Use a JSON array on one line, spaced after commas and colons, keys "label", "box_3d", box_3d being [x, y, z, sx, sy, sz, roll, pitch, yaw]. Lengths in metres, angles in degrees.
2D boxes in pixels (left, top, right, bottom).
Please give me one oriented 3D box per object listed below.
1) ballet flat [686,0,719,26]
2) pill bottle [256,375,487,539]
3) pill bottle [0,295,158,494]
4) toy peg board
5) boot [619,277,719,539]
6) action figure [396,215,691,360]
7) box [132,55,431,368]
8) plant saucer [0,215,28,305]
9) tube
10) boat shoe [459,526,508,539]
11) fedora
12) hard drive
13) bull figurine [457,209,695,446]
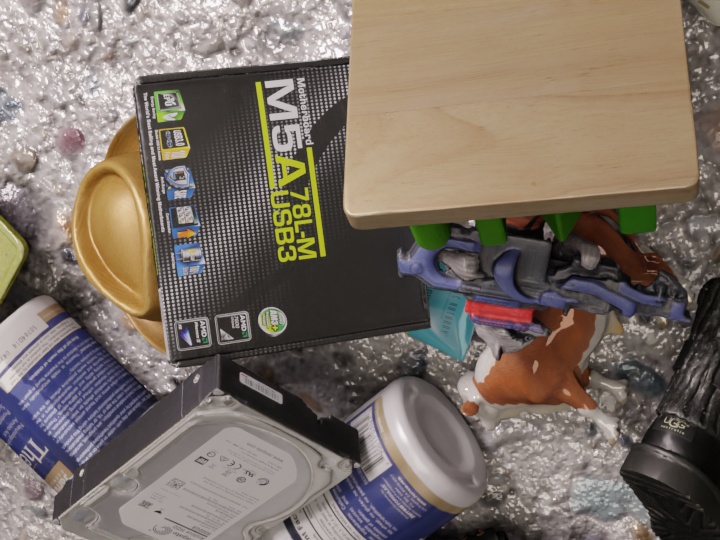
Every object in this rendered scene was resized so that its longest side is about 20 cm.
[{"label": "ballet flat", "box_3d": [0.260, -0.188, 0.728, 0.197, 0.071, 0.066, 12, 123, 16]}, {"label": "pill bottle", "box_3d": [-0.006, 0.183, 0.885, 0.199, 0.111, 0.111, -40, 93, 22]}, {"label": "pill bottle", "box_3d": [-0.230, 0.127, 0.931, 0.200, 0.111, 0.111, 44, 112, 0]}, {"label": "toy peg board", "box_3d": [0.098, -0.108, 0.694, 0.196, 0.098, 0.202, -4, 64, 13]}, {"label": "boot", "box_3d": [0.268, 0.119, 0.804, 0.079, 0.212, 0.159, 17, 68, 36]}, {"label": "action figure", "box_3d": [0.133, -0.030, 0.766, 0.197, 0.105, 0.196, 17, 103, 4]}, {"label": "box", "box_3d": [-0.055, -0.044, 0.797, 0.190, 0.047, 0.204, -7, 89, -13]}, {"label": "plant saucer", "box_3d": [-0.371, -0.009, 0.949, 0.199, 0.048, 0.201, 42, 114, 16]}, {"label": "tube", "box_3d": [0.000, 0.000, 0.868, 0.197, 0.050, 0.078, 20, 113, 5]}, {"label": "boat shoe", "box_3d": [0.106, 0.242, 0.901, 0.198, 0.074, 0.064, 6, 72, 24]}, {"label": "fedora", "box_3d": [-0.161, -0.026, 0.852, 0.198, 0.081, 0.204, 6, 100, 38]}, {"label": "hard drive", "box_3d": [-0.114, 0.153, 0.821, 0.139, 0.038, 0.199, 33, 124, -32]}, {"label": "bull figurine", "box_3d": [0.155, 0.053, 0.827, 0.120, 0.065, 0.202, 26, 112, 4]}]
